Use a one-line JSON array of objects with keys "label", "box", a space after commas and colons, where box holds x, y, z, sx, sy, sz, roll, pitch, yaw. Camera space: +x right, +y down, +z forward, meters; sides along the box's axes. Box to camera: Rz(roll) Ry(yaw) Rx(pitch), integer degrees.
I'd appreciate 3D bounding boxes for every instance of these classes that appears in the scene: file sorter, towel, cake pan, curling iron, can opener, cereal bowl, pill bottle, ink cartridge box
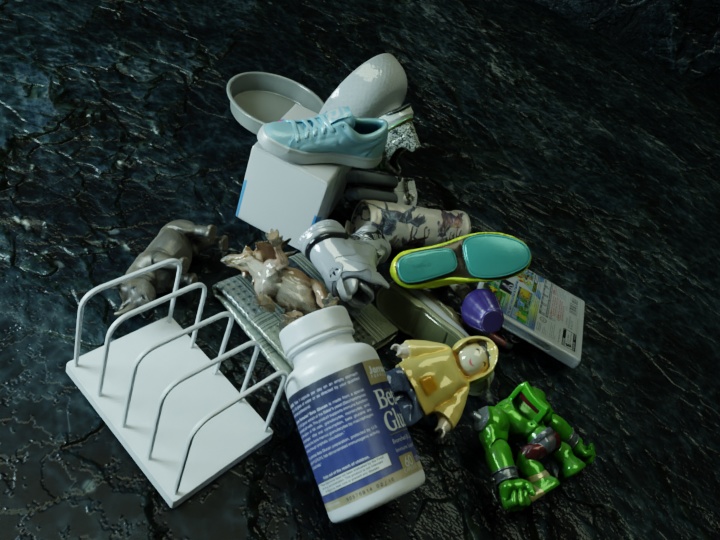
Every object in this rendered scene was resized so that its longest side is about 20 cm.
[{"label": "file sorter", "box": [-0.192, 0.104, 0.712, 0.199, 0.126, 0.137, 41, 40, 21]}, {"label": "towel", "box": [-0.070, 0.061, 0.909, 0.199, 0.035, 0.191, 41, 38, 23]}, {"label": "cake pan", "box": [-0.157, -0.304, 1.269, 0.195, 0.037, 0.203, 15, 39, -12]}, {"label": "curling iron", "box": [0.148, 0.068, 1.017, 0.195, 0.026, 0.050, 22, 29, -2]}, {"label": "can opener", "box": [0.036, -0.134, 1.145, 0.065, 0.054, 0.198, 0, 1, 34]}, {"label": "cereal bowl", "box": [0.013, -0.286, 1.223, 0.084, 0.200, 0.199, 49, 42, 7]}, {"label": "pill bottle", "box": [-0.016, 0.147, 0.717, 0.109, 0.111, 0.204, -11, 72, -37]}, {"label": "ink cartridge box", "box": [-0.089, -0.155, 1.061, 0.123, 0.130, 0.201, 25, 37, 2]}]

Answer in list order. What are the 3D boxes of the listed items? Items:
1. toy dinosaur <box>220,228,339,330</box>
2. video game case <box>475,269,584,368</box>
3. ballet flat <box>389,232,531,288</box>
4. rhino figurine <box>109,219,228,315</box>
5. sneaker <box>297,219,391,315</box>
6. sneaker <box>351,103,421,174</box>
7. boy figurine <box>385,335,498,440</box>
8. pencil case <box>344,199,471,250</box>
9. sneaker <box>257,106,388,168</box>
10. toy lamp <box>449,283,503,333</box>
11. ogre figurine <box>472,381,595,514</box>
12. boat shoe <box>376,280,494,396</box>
[{"label": "toy dinosaur", "box": [-0.085, 0.023, 0.857, 0.200, 0.086, 0.136, 44, 0, 0]}, {"label": "video game case", "box": [0.271, 0.055, 1.078, 0.179, 0.022, 0.200, 30, 30, 6]}, {"label": "ballet flat", "box": [0.134, -0.011, 0.932, 0.194, 0.067, 0.069, -8, 81, -7]}, {"label": "rhino figurine", "box": [-0.248, -0.001, 0.850, 0.085, 0.061, 0.201, 5, 35, 18]}, {"label": "sneaker", "box": [0.000, 0.000, 0.939, 0.198, 0.075, 0.116, 8, 46, -59]}, {"label": "sneaker", "box": [0.030, -0.193, 1.139, 0.076, 0.199, 0.090, -26, 86, -39]}, {"label": "boy figurine", "box": [0.087, 0.140, 0.825, 0.195, 0.065, 0.127, -18, 72, -18]}, {"label": "pencil case", "box": [0.076, -0.066, 1.090, 0.195, 0.089, 0.080, 4, 76, -24]}, {"label": "sneaker", "box": [-0.049, -0.203, 0.965, 0.195, 0.083, 0.075, -1, 43, -29]}, {"label": "toy lamp", "box": [0.151, 0.032, 0.973, 0.057, 0.060, 0.200, 9, 18, -18]}, {"label": "ogre figurine", "box": [0.210, 0.209, 0.831, 0.196, 0.099, 0.122, -19, 65, -27]}, {"label": "boat shoe", "box": [0.113, 0.083, 0.940, 0.200, 0.075, 0.068, 45, 37, 15]}]
